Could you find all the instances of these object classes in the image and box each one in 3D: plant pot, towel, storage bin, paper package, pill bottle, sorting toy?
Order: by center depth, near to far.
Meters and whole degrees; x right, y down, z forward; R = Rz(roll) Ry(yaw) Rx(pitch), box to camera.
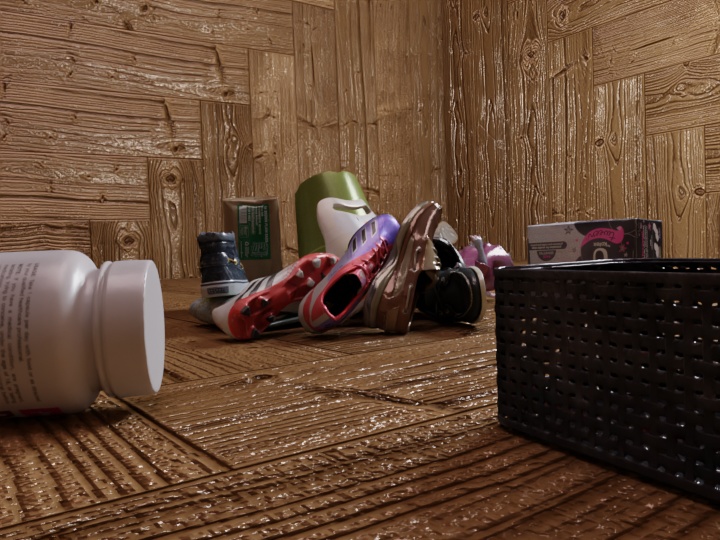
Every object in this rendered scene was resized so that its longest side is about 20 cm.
[{"bbox_3d":[0.174,0.043,0.350,0.132,0.097,0.199,-4,2,-26],"label":"storage bin"},{"bbox_3d":[-0.244,0.045,0.472,0.194,0.117,0.113,-3,2,-9],"label":"pill bottle"},{"bbox_3d":[0.013,-0.031,1.006,0.197,0.183,0.107,-6,-30,-51],"label":"sorting toy"},{"bbox_3d":[-0.137,0.056,1.007,0.196,0.050,0.169,-4,0,-35],"label":"towel"},{"bbox_3d":[-0.042,-0.064,1.189,0.194,0.195,0.201,-15,-20,-5],"label":"plant pot"},{"bbox_3d":[-0.196,-0.030,1.245,0.100,0.207,0.191,-3,3,-8],"label":"paper package"}]

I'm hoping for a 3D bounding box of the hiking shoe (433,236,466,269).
[{"bbox_3d":[0.125,-0.023,1.076,0.075,0.102,0.200,-29,36,-10],"label":"hiking shoe"}]

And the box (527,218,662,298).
[{"bbox_3d":[0.392,-0.017,1.130,0.197,0.137,0.113,-1,1,45],"label":"box"}]

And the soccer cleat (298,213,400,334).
[{"bbox_3d":[0.000,0.000,0.860,0.201,0.068,0.073,-49,13,-27],"label":"soccer cleat"}]

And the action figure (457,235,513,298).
[{"bbox_3d":[0.189,0.023,1.190,0.132,0.152,0.199,-24,8,37],"label":"action figure"}]

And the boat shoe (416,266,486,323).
[{"bbox_3d":[0.115,0.034,0.906,0.064,0.077,0.199,-5,2,-8],"label":"boat shoe"}]

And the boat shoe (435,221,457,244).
[{"bbox_3d":[0.150,-0.046,1.415,0.064,0.072,0.199,-43,-7,29],"label":"boat shoe"}]

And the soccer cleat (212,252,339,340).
[{"bbox_3d":[-0.105,0.028,0.880,0.084,0.070,0.198,6,30,46],"label":"soccer cleat"}]

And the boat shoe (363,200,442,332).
[{"bbox_3d":[0.071,-0.002,0.874,0.070,0.203,0.076,18,-27,18],"label":"boat shoe"}]

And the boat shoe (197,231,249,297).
[{"bbox_3d":[-0.205,-0.010,1.010,0.069,0.094,0.200,-4,0,-8],"label":"boat shoe"}]
